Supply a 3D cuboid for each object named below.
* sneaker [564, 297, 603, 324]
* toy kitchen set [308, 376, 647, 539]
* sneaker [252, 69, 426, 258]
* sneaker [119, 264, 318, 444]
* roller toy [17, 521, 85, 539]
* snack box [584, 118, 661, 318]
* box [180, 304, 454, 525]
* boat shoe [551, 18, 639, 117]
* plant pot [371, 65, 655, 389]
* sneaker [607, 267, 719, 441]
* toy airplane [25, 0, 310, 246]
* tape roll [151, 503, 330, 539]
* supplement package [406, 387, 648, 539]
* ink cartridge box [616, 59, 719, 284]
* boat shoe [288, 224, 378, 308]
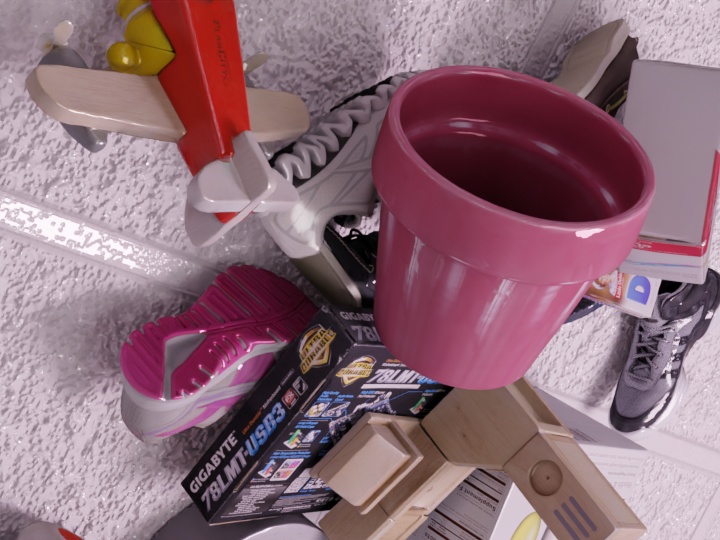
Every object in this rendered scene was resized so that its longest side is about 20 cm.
[{"bbox_3d":[0.245,-0.004,1.497,0.200,0.070,0.082,-37,150,-13],"label":"sneaker"},{"bbox_3d":[0.076,0.199,1.251,0.200,0.181,0.163,-46,154,15],"label":"toy kitchen set"},{"bbox_3d":[-0.007,-0.082,1.179,0.200,0.075,0.081,-40,100,-31],"label":"sneaker"},{"bbox_3d":[-0.113,0.064,1.188,0.200,0.081,0.088,-26,155,-44],"label":"sneaker"},{"bbox_3d":[-0.197,0.276,1.137,0.140,0.200,0.182,-53,132,-8],"label":"roller toy"},{"bbox_3d":[0.257,-0.062,1.441,0.072,0.024,0.201,19,80,-13],"label":"snack box"},{"bbox_3d":[-0.016,0.116,1.257,0.200,0.050,0.199,5,129,-54],"label":"box"},{"bbox_3d":[0.187,-0.139,1.318,0.060,0.072,0.200,56,43,-18],"label":"boat shoe"},{"bbox_3d":[0.092,-0.021,1.140,0.199,0.200,0.180,-15,136,-38],"label":"plant pot"},{"bbox_3d":[0.292,0.067,1.578,0.114,0.075,0.201,40,77,-47],"label":"sneaker"},{"bbox_3d":[-0.120,-0.111,1.031,0.200,0.141,0.200,52,41,-32],"label":"toy airplane"},{"bbox_3d":[-0.108,0.286,1.320,0.200,0.066,0.201,-22,126,-34],"label":"tape roll"},{"bbox_3d":[0.125,0.219,1.446,0.191,0.147,0.201,11,103,-46],"label":"supplement package"},{"bbox_3d":[0.260,-0.077,1.322,0.200,0.085,0.148,45,54,-76],"label":"ink cartridge box"},{"bbox_3d":[0.002,0.001,1.260,0.066,0.074,0.199,-51,138,-12],"label":"boat shoe"}]
